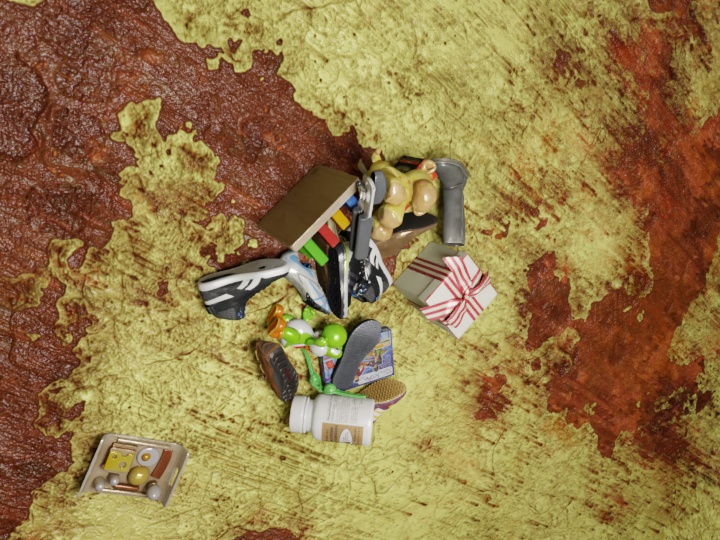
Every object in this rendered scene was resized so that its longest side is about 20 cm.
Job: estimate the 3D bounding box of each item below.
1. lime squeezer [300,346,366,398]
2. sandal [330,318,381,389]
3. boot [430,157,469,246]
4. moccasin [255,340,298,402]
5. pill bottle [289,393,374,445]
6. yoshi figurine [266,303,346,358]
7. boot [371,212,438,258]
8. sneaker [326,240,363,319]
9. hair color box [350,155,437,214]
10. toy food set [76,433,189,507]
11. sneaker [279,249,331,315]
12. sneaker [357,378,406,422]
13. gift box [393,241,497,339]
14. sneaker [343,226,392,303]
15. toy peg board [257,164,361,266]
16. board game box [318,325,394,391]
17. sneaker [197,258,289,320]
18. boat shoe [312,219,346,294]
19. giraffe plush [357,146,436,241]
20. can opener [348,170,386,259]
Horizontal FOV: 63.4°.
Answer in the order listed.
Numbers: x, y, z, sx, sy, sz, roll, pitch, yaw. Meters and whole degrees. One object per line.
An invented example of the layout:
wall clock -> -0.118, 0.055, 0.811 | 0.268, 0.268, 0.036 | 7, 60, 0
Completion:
lime squeezer -> -0.081, 0.272, 1.442 | 0.200, 0.038, 0.071 | 37, 94, 9
sandal -> -0.019, 0.202, 1.459 | 0.076, 0.043, 0.200 | 26, 102, -23
boot -> 0.219, -0.166, 1.450 | 0.182, 0.073, 0.200 | 14, 85, -52
moccasin -> -0.203, 0.242, 1.391 | 0.074, 0.078, 0.201 | -49, 141, -25
pill bottle -> -0.069, 0.363, 1.436 | 0.200, 0.114, 0.115 | 6, 104, 3
yoshi figurine -> -0.114, 0.142, 1.379 | 0.200, 0.112, 0.113 | 27, 70, -25
boot -> 0.104, -0.090, 1.467 | 0.200, 0.074, 0.076 | -19, 129, -15
sneaker -> -0.025, 0.021, 1.351 | 0.083, 0.072, 0.200 | -13, 120, -31
hair color box -> 0.079, -0.182, 1.398 | 0.200, 0.101, 0.061 | -49, 119, -8
toy food set -> -0.504, 0.452, 1.300 | 0.200, 0.060, 0.144 | 21, 94, -32
sneaker -> -0.121, 0.032, 1.376 | 0.073, 0.072, 0.200 | -51, 126, -21
sneaker -> 0.034, 0.359, 1.549 | 0.200, 0.075, 0.090 | -23, 135, -4
gift box -> 0.210, 0.046, 1.486 | 0.200, 0.187, 0.185 | 41, 83, -32
sneaker -> 0.000, 0.000, 1.410 | 0.112, 0.073, 0.200 | -52, 124, -28
toy peg board -> -0.093, -0.116, 1.270 | 0.199, 0.200, 0.098 | -46, 124, -9
board game box -> -0.009, 0.235, 1.512 | 0.200, 0.034, 0.136 | -13, 110, -24
sneaker -> -0.248, 0.047, 1.293 | 0.200, 0.073, 0.112 | -13, 116, -3
boat shoe -> -0.069, -0.043, 1.383 | 0.063, 0.073, 0.200 | -17, 123, -29
giraffe plush -> 0.095, -0.170, 1.286 | 0.162, 0.200, 0.173 | 1, 146, -24
can opener -> 0.015, -0.109, 1.202 | 0.066, 0.053, 0.200 | -9, 134, -24
